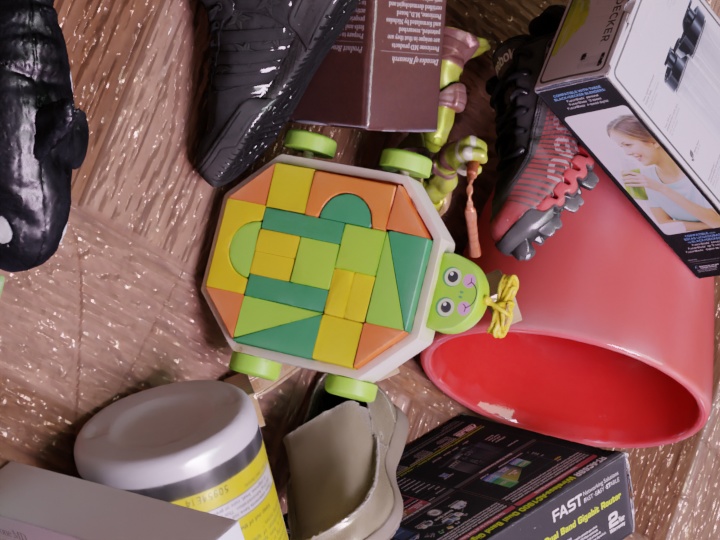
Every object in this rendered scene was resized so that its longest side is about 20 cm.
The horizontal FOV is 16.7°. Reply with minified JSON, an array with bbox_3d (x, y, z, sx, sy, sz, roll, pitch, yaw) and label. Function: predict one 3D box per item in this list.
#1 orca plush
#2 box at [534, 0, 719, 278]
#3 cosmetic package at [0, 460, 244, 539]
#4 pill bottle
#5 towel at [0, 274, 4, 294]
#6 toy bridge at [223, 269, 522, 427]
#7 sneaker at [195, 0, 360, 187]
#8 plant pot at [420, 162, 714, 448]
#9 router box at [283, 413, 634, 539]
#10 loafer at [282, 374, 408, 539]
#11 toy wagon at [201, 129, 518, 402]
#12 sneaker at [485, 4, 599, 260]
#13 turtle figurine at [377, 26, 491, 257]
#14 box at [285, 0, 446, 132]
[{"bbox_3d":[-0.174,-0.097,1.398,0.105,0.071,0.201,19,83,-46],"label":"orca plush"},{"bbox_3d":[0.204,-0.101,1.578,0.200,0.060,0.117,45,54,-34],"label":"box"},{"bbox_3d":[-0.130,0.198,1.401,0.052,0.200,0.151,-40,124,-35],"label":"cosmetic package"},{"bbox_3d":[-0.097,0.179,1.494,0.114,0.114,0.201,-32,118,-38],"label":"pill bottle"},{"bbox_3d":[-0.280,0.077,1.346,0.149,0.031,0.201,27,78,-51],"label":"towel"},{"bbox_3d":[0.007,0.043,1.575,0.199,0.067,0.027,-22,118,-4],"label":"toy bridge"},{"bbox_3d":[-0.069,-0.157,1.502,0.200,0.104,0.060,-55,168,22],"label":"sneaker"},{"bbox_3d":[0.157,0.004,1.684,0.200,0.200,0.178,39,58,-42],"label":"plant pot"},{"bbox_3d":[0.064,0.171,1.633,0.200,0.150,0.062,-27,116,-40],"label":"router box"},{"bbox_3d":[-0.017,0.127,1.561,0.068,0.076,0.200,52,18,-17],"label":"loafer"},{"bbox_3d":[0.000,0.000,1.504,0.040,0.199,0.156,22,81,-63],"label":"toy wagon"},{"bbox_3d":[0.116,-0.096,1.594,0.098,0.071,0.201,34,57,-9],"label":"sneaker"},{"bbox_3d":[0.043,-0.067,1.607,0.064,0.200,0.162,7,69,-5],"label":"turtle figurine"},{"bbox_3d":[-0.001,-0.190,1.542,0.075,0.100,0.201,1,96,-46],"label":"box"}]
